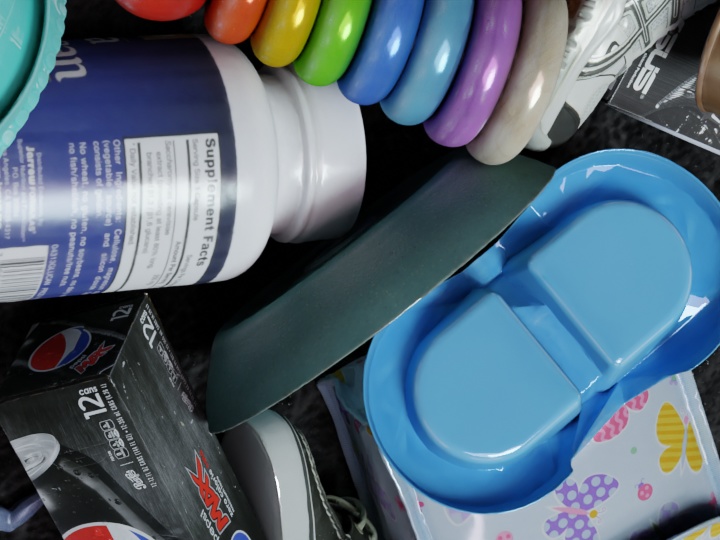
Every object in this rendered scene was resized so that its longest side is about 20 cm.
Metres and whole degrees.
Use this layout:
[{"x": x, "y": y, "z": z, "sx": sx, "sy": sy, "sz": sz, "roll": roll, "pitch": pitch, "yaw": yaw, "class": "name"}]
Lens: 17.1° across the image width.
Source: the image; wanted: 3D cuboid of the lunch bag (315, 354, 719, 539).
[{"x": 0.096, "y": 0.119, "z": 1.216, "sx": 0.169, "sy": 0.127, "sz": 0.201, "roll": -24, "pitch": 114, "yaw": -12, "class": "lunch bag"}]

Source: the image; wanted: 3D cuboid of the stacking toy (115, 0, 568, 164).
[{"x": -0.015, "y": -0.114, "z": 1.027, "sx": 0.199, "sy": 0.085, "sz": 0.086, "roll": 18, "pitch": 108, "yaw": -13, "class": "stacking toy"}]

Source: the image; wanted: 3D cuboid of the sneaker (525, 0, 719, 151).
[{"x": 0.139, "y": -0.133, "z": 1.103, "sx": 0.087, "sy": 0.076, "sz": 0.201, "roll": 19, "pitch": 115, "yaw": -19, "class": "sneaker"}]

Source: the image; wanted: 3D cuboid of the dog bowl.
[{"x": 0.086, "y": 0.031, "z": 1.120, "sx": 0.200, "sy": 0.050, "sz": 0.112, "roll": -40, "pitch": 87, "yaw": -13, "class": "dog bowl"}]

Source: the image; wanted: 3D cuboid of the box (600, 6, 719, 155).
[{"x": 0.215, "y": -0.153, "z": 1.191, "sx": 0.158, "sy": 0.048, "sz": 0.201, "roll": 20, "pitch": 106, "yaw": -32, "class": "box"}]

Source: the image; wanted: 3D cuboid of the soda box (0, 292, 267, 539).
[{"x": -0.095, "y": 0.115, "z": 1.113, "sx": 0.063, "sy": 0.071, "sz": 0.201, "roll": -14, "pitch": 118, "yaw": 20, "class": "soda box"}]

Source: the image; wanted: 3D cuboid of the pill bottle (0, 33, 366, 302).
[{"x": -0.103, "y": -0.047, "z": 1.053, "sx": 0.199, "sy": 0.111, "sz": 0.112, "roll": -5, "pitch": 117, "yaw": -24, "class": "pill bottle"}]

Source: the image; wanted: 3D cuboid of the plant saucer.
[{"x": 0.000, "y": 0.000, "z": 1.099, "sx": 0.200, "sy": 0.200, "sz": 0.036, "roll": -38, "pitch": 95, "yaw": -4, "class": "plant saucer"}]

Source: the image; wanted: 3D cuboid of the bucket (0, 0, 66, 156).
[{"x": -0.221, "y": -0.102, "z": 0.919, "sx": 0.207, "sy": 0.207, "sz": 0.135, "roll": -44, "pitch": 130, "yaw": 1, "class": "bucket"}]

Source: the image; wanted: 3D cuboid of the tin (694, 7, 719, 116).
[{"x": 0.216, "y": -0.156, "z": 1.097, "sx": 0.201, "sy": 0.042, "sz": 0.112, "roll": -64, "pitch": 165, "yaw": 7, "class": "tin"}]

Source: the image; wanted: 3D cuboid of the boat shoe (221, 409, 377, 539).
[{"x": -0.027, "y": 0.141, "z": 1.217, "sx": 0.063, "sy": 0.071, "sz": 0.201, "roll": -23, "pitch": 134, "yaw": -19, "class": "boat shoe"}]

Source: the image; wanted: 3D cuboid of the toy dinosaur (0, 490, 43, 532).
[{"x": -0.198, "y": 0.144, "z": 1.125, "sx": 0.199, "sy": 0.105, "sz": 0.182, "roll": -24, "pitch": 105, "yaw": -1, "class": "toy dinosaur"}]
